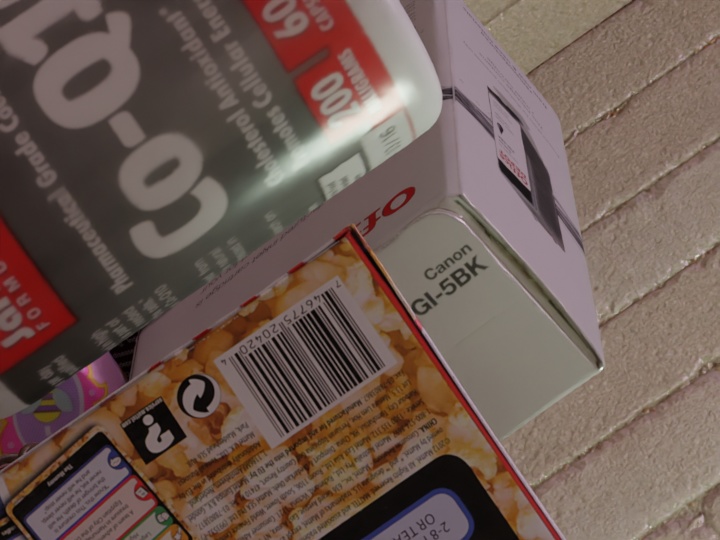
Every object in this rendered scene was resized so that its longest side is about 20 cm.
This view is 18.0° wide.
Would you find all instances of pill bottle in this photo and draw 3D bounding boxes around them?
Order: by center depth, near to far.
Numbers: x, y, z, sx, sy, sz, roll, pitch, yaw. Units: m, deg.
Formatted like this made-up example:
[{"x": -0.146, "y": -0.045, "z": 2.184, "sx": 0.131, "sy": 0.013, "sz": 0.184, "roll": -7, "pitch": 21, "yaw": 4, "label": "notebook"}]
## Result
[{"x": -0.088, "y": -0.032, "z": 0.610, "sx": 0.114, "sy": 0.199, "sz": 0.114, "roll": 55, "pitch": -3, "yaw": 4, "label": "pill bottle"}]

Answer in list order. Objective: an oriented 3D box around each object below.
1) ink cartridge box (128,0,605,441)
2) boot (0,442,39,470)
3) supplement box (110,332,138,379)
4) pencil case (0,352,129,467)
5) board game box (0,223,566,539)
[{"x": 0.000, "y": 0.000, "z": 0.807, "sx": 0.083, "sy": 0.146, "sz": 0.200, "roll": 47, "pitch": 19, "yaw": -20, "label": "ink cartridge box"}, {"x": -0.077, "y": 0.073, "z": 0.558, "sx": 0.073, "sy": 0.076, "sz": 0.200, "roll": 23, "pitch": 3, "yaw": -24, "label": "boot"}, {"x": -0.087, "y": 0.075, "z": 0.882, "sx": 0.200, "sy": 0.061, "sz": 0.109, "roll": 55, "pitch": -47, "yaw": 20, "label": "supplement box"}, {"x": -0.142, "y": 0.017, "z": 0.786, "sx": 0.201, "sy": 0.087, "sz": 0.087, "roll": 55, "pitch": -3, "yaw": -2, "label": "pencil case"}, {"x": -0.006, "y": 0.117, "z": 0.428, "sx": 0.201, "sy": 0.151, "sz": 0.046, "roll": 56, "pitch": -3, "yaw": 13, "label": "board game box"}]
